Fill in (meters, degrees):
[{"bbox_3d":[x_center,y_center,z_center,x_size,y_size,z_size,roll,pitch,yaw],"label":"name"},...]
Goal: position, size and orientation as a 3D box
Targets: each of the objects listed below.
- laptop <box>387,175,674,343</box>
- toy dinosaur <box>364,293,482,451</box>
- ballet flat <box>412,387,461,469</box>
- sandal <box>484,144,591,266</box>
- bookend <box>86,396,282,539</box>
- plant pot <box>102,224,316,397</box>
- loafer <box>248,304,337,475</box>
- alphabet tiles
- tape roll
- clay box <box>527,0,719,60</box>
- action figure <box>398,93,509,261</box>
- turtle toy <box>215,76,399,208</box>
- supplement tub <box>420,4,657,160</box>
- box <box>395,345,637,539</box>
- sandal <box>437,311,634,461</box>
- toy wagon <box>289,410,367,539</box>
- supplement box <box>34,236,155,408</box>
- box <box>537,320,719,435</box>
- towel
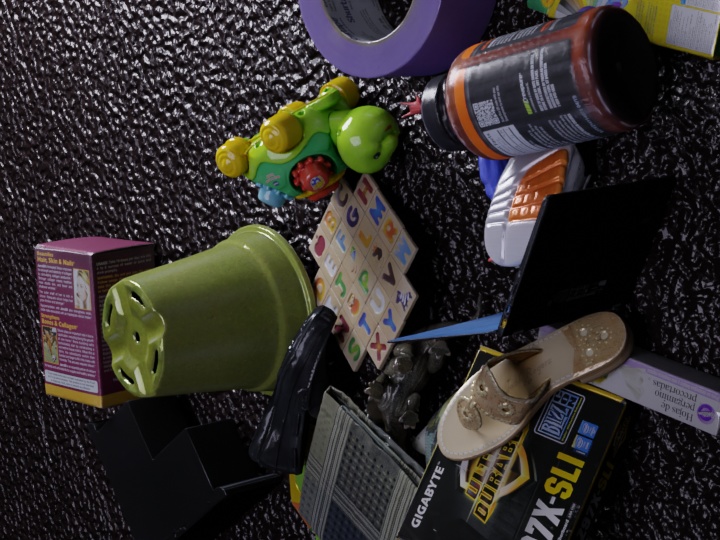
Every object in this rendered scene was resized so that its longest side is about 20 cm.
[{"bbox_3d":[0.149,-0.008,1.190,0.116,0.187,0.201,35,121,34],"label":"laptop"},{"bbox_3d":[0.053,0.097,1.377,0.077,0.102,0.201,25,101,-2],"label":"toy dinosaur"},{"bbox_3d":[0.086,0.206,1.382,0.071,0.069,0.201,19,114,48],"label":"ballet flat"},{"bbox_3d":[0.178,-0.096,1.235,0.079,0.059,0.208,12,81,50],"label":"sandal"},{"bbox_3d":[-0.221,0.224,1.669,0.199,0.092,0.201,-44,65,38],"label":"bookend"},{"bbox_3d":[-0.179,0.061,1.518,0.200,0.184,0.201,17,112,48],"label":"plant pot"},{"bbox_3d":[-0.059,0.131,1.471,0.070,0.068,0.201,22,111,3],"label":"loafer"},{"bbox_3d":[0.000,0.000,1.429,0.200,0.006,0.167,59,135,42],"label":"alphabet tiles"},{"bbox_3d":[0.034,-0.290,1.329,0.199,0.085,0.201,10,104,43],"label":"tape roll"},{"bbox_3d":[0.237,-0.259,1.157,0.200,0.047,0.115,26,117,40],"label":"clay box"},{"bbox_3d":[0.104,-0.107,1.301,0.099,0.065,0.201,-8,91,32],"label":"action figure"},{"bbox_3d":[-0.045,-0.129,1.412,0.200,0.146,0.101,-21,103,44],"label":"turtle toy"},{"bbox_3d":[0.147,-0.155,1.169,0.199,0.107,0.108,-9,91,44],"label":"supplement tub"},{"bbox_3d":[0.144,0.189,1.252,0.159,0.049,0.201,20,79,31],"label":"box"},{"bbox_3d":[0.139,0.093,1.214,0.211,0.070,0.078,-33,53,19],"label":"sandal"},{"bbox_3d":[-0.002,0.232,1.489,0.199,0.039,0.156,2,99,45],"label":"toy wagon"},{"bbox_3d":[-0.336,0.064,1.746,0.131,0.103,0.201,8,104,44],"label":"supplement box"},{"bbox_3d":[0.246,0.092,1.217,0.199,0.041,0.039,22,111,40],"label":"box"},{"bbox_3d":[0.012,0.245,1.415,0.193,0.034,0.201,44,137,34],"label":"towel"}]
